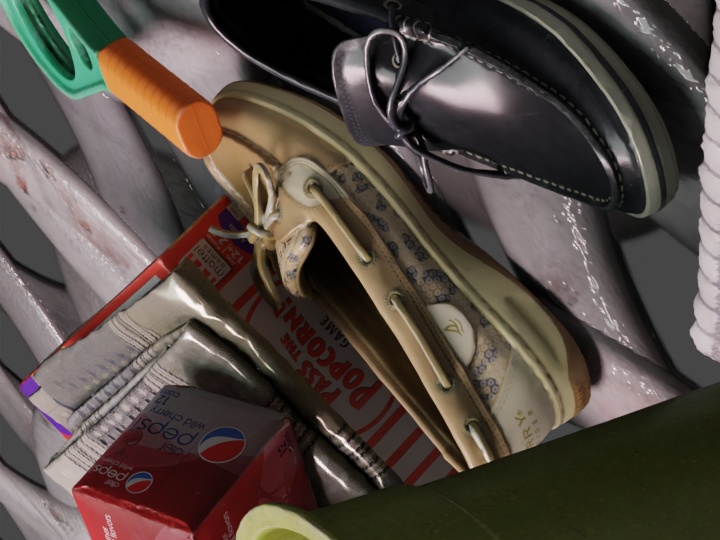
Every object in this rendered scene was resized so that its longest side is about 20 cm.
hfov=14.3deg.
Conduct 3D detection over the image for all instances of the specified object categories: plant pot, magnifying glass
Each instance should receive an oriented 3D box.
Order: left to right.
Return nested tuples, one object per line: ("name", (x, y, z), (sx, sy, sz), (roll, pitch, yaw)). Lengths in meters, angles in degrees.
("magnifying glass", (-0.109, -0.091, 1.190), (0.200, 0.022, 0.080), (36, 152, 52))
("plant pot", (0.090, 0.124, 0.933), (0.200, 0.189, 0.201), (51, 157, 32))

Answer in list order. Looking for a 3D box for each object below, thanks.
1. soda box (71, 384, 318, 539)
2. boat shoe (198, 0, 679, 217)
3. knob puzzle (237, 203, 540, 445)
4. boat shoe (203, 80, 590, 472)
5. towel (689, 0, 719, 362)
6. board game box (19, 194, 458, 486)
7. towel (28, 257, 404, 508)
("soda box", (-0.049, 0.142, 1.160), (0.063, 0.070, 0.201), (16, 140, 33))
("boat shoe", (0.023, -0.065, 0.954), (0.200, 0.062, 0.075), (34, 152, 33))
("knob puzzle", (0.014, 0.060, 1.233), (0.219, 0.030, 0.220), (41, 158, 21))
("boat shoe", (0.000, 0.000, 1.109), (0.200, 0.063, 0.073), (40, 158, 27))
("towel", (0.173, -0.013, 0.713), (0.165, 0.086, 0.200), (37, 154, 27))
("board game box", (-0.055, 0.065, 1.245), (0.152, 0.046, 0.200), (46, 151, -3))
("towel", (-0.050, 0.098, 1.197), (0.200, 0.035, 0.192), (47, 151, -4))
